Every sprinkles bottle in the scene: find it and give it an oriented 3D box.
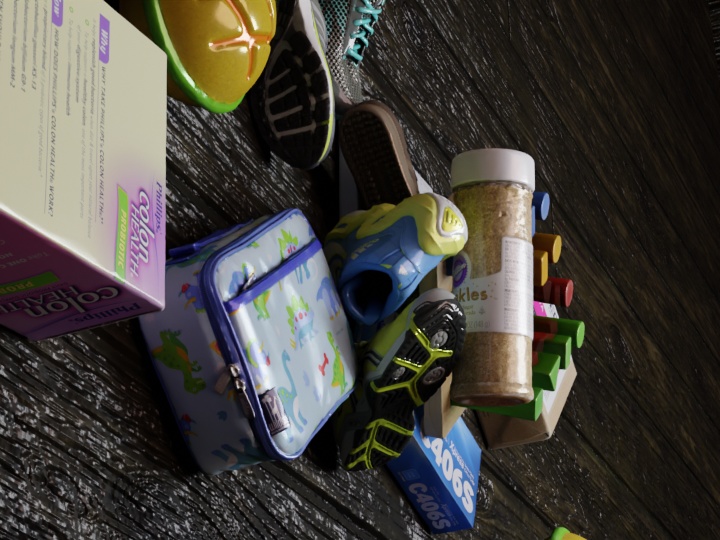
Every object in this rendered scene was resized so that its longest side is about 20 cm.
[{"bbox_3d":[0.106,0.006,1.235,0.068,0.068,0.200,25,63,-62],"label":"sprinkles bottle"}]

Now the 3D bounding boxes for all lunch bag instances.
[{"bbox_3d":[-0.076,0.045,1.115,0.161,0.082,0.200,70,22,-7],"label":"lunch bag"}]

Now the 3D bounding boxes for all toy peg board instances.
[{"bbox_3d":[0.133,0.023,1.377,0.200,0.098,0.200,-48,140,-56],"label":"toy peg board"}]

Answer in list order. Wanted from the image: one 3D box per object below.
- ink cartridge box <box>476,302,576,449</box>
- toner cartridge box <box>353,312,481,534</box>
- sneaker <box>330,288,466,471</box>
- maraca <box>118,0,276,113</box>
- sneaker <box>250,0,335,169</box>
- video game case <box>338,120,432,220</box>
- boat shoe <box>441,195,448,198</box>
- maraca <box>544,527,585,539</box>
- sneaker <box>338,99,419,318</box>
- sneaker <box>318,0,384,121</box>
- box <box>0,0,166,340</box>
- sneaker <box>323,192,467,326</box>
[{"bbox_3d":[0.158,0.064,1.656,0.200,0.075,0.165,69,25,-15],"label":"ink cartridge box"},{"bbox_3d":[0.050,0.141,1.399,0.200,0.043,0.095,58,28,-37],"label":"toner cartridge box"},{"bbox_3d":[0.017,0.077,1.225,0.075,0.200,0.076,-5,52,-34],"label":"sneaker"},{"bbox_3d":[-0.118,-0.207,1.122,0.137,0.107,0.200,43,39,-55],"label":"maraca"},{"bbox_3d":[-0.052,-0.182,1.313,0.081,0.074,0.200,18,62,-67],"label":"sneaker"},{"bbox_3d":[0.027,-0.031,1.474,0.182,0.022,0.200,43,40,-53],"label":"video game case"},{"bbox_3d":[0.094,0.000,1.496,0.075,0.066,0.200,-76,146,-50],"label":"boat shoe"},{"bbox_3d":[0.205,0.352,1.540,0.200,0.107,0.137,-80,149,-43],"label":"maraca"},{"bbox_3d":[0.035,-0.056,1.382,0.076,0.070,0.200,-40,120,-69],"label":"sneaker"},{"bbox_3d":[-0.015,-0.235,1.400,0.078,0.091,0.200,6,71,-65],"label":"sneaker"},{"bbox_3d":[-0.202,-0.080,0.868,0.200,0.097,0.176,37,44,-56],"label":"box"},{"bbox_3d":[0.000,0.000,1.246,0.076,0.200,0.105,48,59,-6],"label":"sneaker"}]
